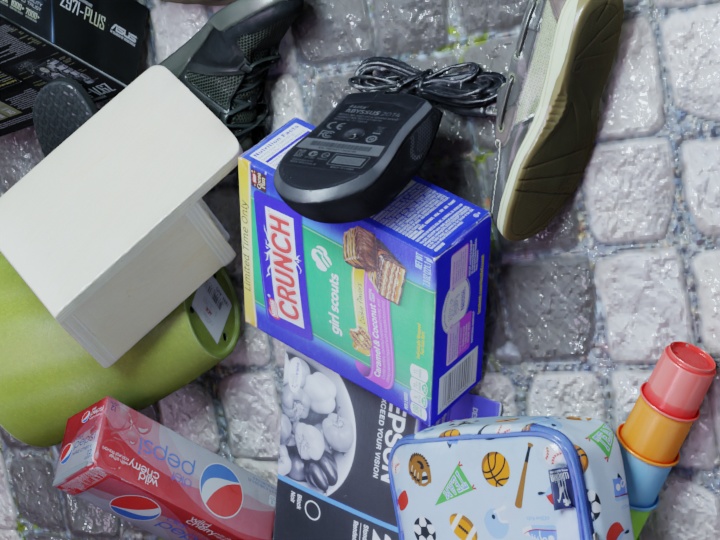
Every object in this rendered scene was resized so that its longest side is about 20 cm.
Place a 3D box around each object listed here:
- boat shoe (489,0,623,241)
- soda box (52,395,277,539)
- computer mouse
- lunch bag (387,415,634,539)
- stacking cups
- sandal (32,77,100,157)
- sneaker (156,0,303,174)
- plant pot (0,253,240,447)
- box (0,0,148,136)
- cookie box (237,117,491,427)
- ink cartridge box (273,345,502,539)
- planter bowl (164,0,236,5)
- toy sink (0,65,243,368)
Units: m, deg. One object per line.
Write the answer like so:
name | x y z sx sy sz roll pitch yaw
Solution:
boat shoe | 0.131 -0.120 1.144 0.066 0.071 0.203 41 129 38
soda box | -0.166 0.188 1.383 0.063 0.199 0.071 -27 42 39
computer mouse | 0.014 -0.088 1.173 0.137 0.200 0.053 13 132 33
lunch bag | 0.113 0.190 1.171 0.199 0.075 0.162 -7 91 46
stacking cups | 0.207 0.145 1.169 0.060 0.060 0.201 36 117 25
sandal | -0.241 -0.097 1.429 0.075 0.048 0.202 12 136 25
sneaker | -0.095 -0.154 1.307 0.199 0.076 0.115 -34 83 42
plant pot | -0.214 0.048 1.405 0.198 0.187 0.189 -13 95 26
box | -0.315 -0.206 1.396 0.199 0.163 0.087 -12 62 40
cookie box | 0.000 0.000 1.245 0.199 0.075 0.173 28 136 31
ink cartridge box | 0.016 0.175 1.330 0.198 0.043 0.200 17 112 33
planter bowl | -0.165 -0.311 1.278 0.199 0.134 0.203 11 108 36
toy sink | -0.185 -0.044 1.298 0.200 0.112 0.130 -43 59 -6
